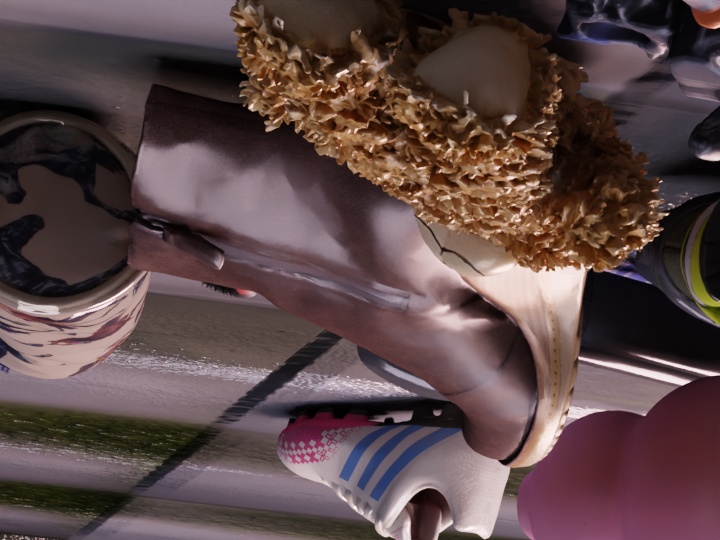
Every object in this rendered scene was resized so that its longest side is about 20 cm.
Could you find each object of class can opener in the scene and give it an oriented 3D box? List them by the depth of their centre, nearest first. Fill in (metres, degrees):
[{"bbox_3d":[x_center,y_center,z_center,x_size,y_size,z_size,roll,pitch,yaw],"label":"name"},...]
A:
[{"bbox_3d":[0.084,0.034,1.199,0.200,0.067,0.053,15,165,-28],"label":"can opener"}]

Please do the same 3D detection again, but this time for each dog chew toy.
[{"bbox_3d":[0.159,0.095,1.173,0.200,0.125,0.125,-2,167,26],"label":"dog chew toy"}]

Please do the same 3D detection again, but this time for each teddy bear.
[{"bbox_3d":[0.027,-0.038,0.886,0.145,0.067,0.200,17,177,3],"label":"teddy bear"}]

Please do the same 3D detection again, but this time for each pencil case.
[{"bbox_3d":[-0.126,-0.007,1.158,0.089,0.078,0.200,3,170,-7],"label":"pencil case"}]

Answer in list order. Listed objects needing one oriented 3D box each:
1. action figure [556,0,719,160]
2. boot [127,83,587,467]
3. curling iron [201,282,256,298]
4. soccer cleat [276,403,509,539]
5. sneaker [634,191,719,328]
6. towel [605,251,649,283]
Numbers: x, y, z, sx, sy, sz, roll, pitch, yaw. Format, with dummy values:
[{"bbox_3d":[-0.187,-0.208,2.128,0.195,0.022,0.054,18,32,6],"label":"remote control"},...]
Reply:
[{"bbox_3d":[0.121,-0.039,0.775,0.200,0.105,0.193,9,161,32],"label":"action figure"},{"bbox_3d":[0.000,0.000,1.071,0.166,0.072,0.200,7,146,2],"label":"boot"},{"bbox_3d":[-0.059,-0.024,1.154,0.050,0.026,0.200,26,167,3],"label":"curling iron"},{"bbox_3d":[0.013,0.128,1.783,0.070,0.086,0.200,13,167,-36],"label":"soccer cleat"},{"bbox_3d":[0.193,0.001,1.107,0.200,0.074,0.081,14,-179,-28],"label":"sneaker"},{"bbox_3d":[0.054,-0.003,1.240,0.200,0.024,0.145,7,168,-9],"label":"towel"}]
